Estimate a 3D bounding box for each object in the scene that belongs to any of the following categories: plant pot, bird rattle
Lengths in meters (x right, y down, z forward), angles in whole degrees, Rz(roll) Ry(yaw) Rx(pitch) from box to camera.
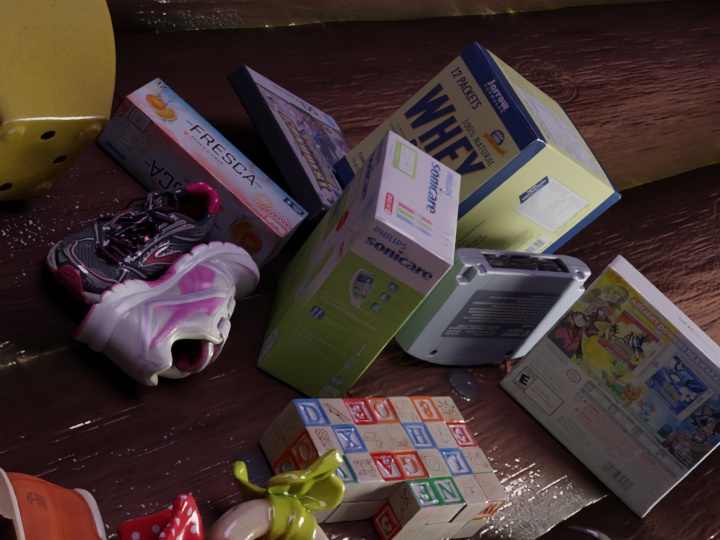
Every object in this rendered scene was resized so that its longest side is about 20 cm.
[{"bbox_3d":[-0.316,-0.169,1.338,0.193,0.195,0.201,-9,62,-51],"label":"plant pot"},{"bbox_3d":[-0.075,0.220,1.196,0.200,0.112,0.164,-30,89,-54],"label":"bird rattle"}]

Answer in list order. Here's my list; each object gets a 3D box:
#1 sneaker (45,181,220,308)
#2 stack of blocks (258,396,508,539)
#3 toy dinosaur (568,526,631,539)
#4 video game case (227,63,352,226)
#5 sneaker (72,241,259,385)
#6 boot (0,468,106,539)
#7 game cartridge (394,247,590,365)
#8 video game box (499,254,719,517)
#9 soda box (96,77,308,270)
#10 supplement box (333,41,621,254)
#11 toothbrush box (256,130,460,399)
[{"bbox_3d":[-0.196,-0.029,1.393,0.081,0.075,0.200,44,32,6],"label":"sneaker"},{"bbox_3d":[0.022,0.172,1.389,0.199,0.059,0.116,4,47,-44],"label":"stack of blocks"},{"bbox_3d":[0.261,0.293,1.501,0.199,0.077,0.102,28,21,-11],"label":"toy dinosaur"},{"bbox_3d":[-0.039,-0.107,1.655,0.180,0.025,0.201,25,30,-56],"label":"video game case"},{"bbox_3d":[-0.147,0.044,1.359,0.088,0.081,0.199,48,40,11],"label":"sneaker"},{"bbox_3d":[-0.202,0.219,1.083,0.107,0.075,0.201,17,37,-41],"label":"boot"},{"bbox_3d":[0.128,0.038,1.597,0.199,0.133,0.042,4,46,-45],"label":"game cartridge"},{"bbox_3d":[0.268,0.116,1.606,0.200,0.182,0.047,43,32,4],"label":"video game box"},{"bbox_3d":[-0.150,-0.088,1.526,0.200,0.064,0.068,43,31,2],"label":"soda box"},{"bbox_3d":[0.121,-0.091,1.646,0.199,0.200,0.135,25,30,-54],"label":"supplement box"},{"bbox_3d":[0.000,0.000,1.446,0.086,0.200,0.146,31,33,-14],"label":"toothbrush box"}]
